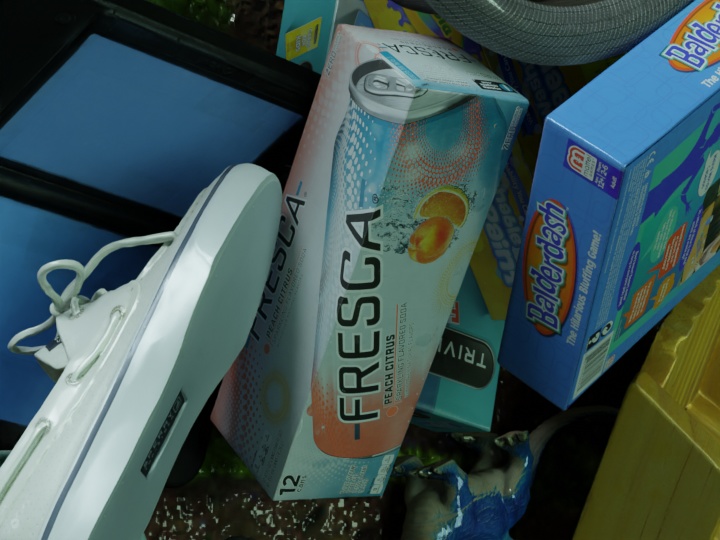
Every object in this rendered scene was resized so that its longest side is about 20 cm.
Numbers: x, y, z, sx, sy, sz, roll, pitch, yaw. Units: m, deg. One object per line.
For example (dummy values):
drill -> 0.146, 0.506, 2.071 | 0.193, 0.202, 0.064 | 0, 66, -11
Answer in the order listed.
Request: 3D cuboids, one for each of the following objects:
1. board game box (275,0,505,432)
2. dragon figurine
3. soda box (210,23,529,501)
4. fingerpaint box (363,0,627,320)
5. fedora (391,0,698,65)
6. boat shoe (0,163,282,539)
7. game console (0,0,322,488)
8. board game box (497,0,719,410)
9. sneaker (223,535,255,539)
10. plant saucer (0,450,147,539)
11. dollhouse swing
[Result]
board game box -> 0.016, -0.033, 0.934 | 0.150, 0.047, 0.202 | 20, 74, -39
dragon figurine -> 0.065, 0.136, 0.958 | 0.199, 0.059, 0.101 | -19, 100, -41
soda box -> 0.000, 0.000, 0.801 | 0.063, 0.068, 0.202 | 2, 118, -35
fingerpaint box -> 0.104, -0.102, 0.935 | 0.166, 0.073, 0.202 | -35, 108, -35
fedora -> 0.065, -0.173, 0.806 | 0.199, 0.090, 0.178 | -30, 101, -33
boat shoe -> -0.105, 0.035, 0.749 | 0.075, 0.085, 0.203 | 74, 37, -64
game console -> -0.104, -0.011, 0.783 | 0.199, 0.176, 0.117 | 18, 47, -40
board game box -> 0.147, -0.050, 0.838 | 0.200, 0.045, 0.153 | -37, 150, -34
sneaker -> -0.046, 0.217, 0.815 | 0.074, 0.079, 0.202 | -32, 125, -75
plant saucer -> -0.160, 0.174, 0.758 | 0.199, 0.036, 0.202 | 1, 88, -48
dollhouse swing -> 0.230, 0.111, 0.990 | 0.200, 0.175, 0.183 | -43, 153, -52
